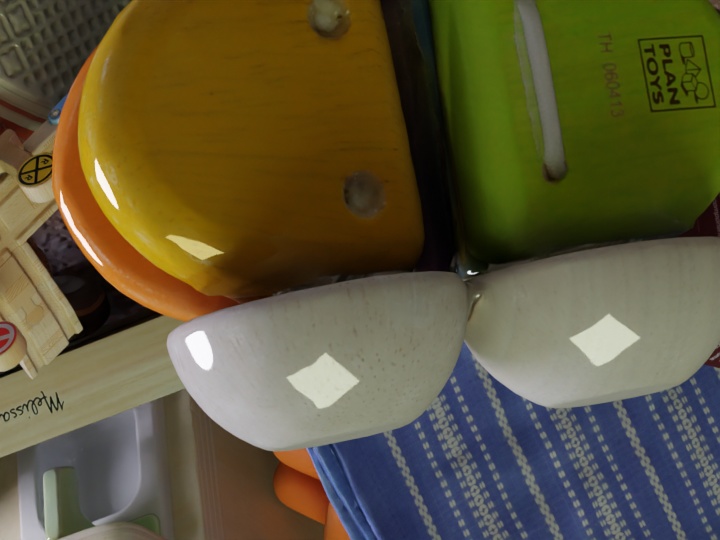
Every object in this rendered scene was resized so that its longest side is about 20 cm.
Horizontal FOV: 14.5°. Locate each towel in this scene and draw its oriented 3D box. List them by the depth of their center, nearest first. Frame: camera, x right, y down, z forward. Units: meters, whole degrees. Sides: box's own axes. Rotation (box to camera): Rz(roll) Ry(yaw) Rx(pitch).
[{"bbox_3d":[0.083,0.059,1.015,0.199,0.146,0.024,-28,-172,-20],"label":"towel"}]

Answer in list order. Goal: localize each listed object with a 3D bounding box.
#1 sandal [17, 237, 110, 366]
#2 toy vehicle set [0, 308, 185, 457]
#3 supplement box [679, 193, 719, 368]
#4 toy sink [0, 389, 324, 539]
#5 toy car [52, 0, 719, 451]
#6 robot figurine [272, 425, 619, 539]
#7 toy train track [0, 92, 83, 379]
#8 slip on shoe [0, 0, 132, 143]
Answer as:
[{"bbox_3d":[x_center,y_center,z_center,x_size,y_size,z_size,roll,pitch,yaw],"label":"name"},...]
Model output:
[{"bbox_3d":[-0.142,0.013,0.985,0.081,0.055,0.200,-21,180,12],"label":"sandal"},{"bbox_3d":[-0.106,0.041,1.050,0.199,0.027,0.124,-21,-177,23],"label":"toy vehicle set"},{"bbox_3d":[0.124,-0.027,0.971,0.199,0.109,0.061,14,144,-30],"label":"supplement box"},{"bbox_3d":[-0.094,0.113,1.157,0.130,0.113,0.200,-23,147,24],"label":"toy sink"},{"bbox_3d":[0.007,-0.039,0.817,0.199,0.176,0.150,-8,172,-20],"label":"toy car"},{"bbox_3d":[0.064,0.092,1.109,0.199,0.117,0.145,24,114,13],"label":"robot figurine"},{"bbox_3d":[-0.080,-0.035,0.862,0.200,0.032,0.115,-47,135,-16],"label":"toy train track"},{"bbox_3d":[-0.077,-0.046,0.939,0.061,0.075,0.199,-15,149,40],"label":"slip on shoe"}]
